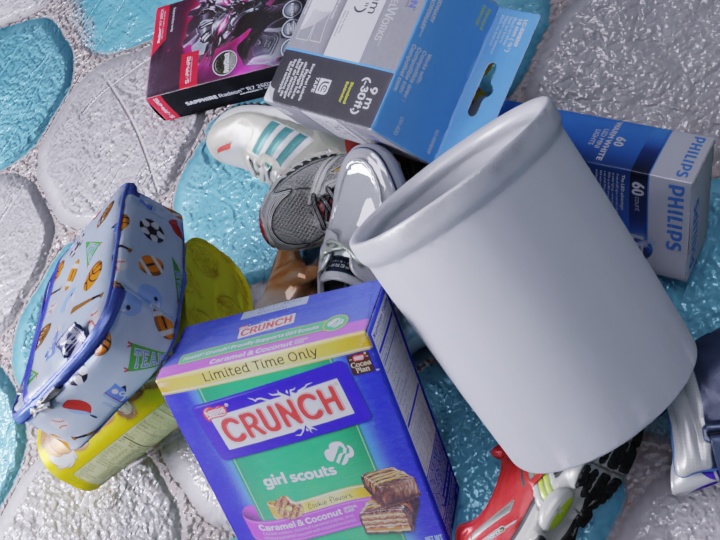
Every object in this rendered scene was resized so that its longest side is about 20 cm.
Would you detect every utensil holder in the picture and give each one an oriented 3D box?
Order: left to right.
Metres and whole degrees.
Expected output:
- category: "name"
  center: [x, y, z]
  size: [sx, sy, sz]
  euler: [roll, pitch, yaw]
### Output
- category: "utensil holder"
  center: [0.114, 0.013, 0.662]
  size: [0.169, 0.170, 0.201]
  euler: [-35, 99, 5]

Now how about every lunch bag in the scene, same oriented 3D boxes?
- category: "lunch bag"
  center: [-0.212, 0.038, 0.768]
  size: [0.160, 0.075, 0.202]
  euler: [-40, 32, 27]

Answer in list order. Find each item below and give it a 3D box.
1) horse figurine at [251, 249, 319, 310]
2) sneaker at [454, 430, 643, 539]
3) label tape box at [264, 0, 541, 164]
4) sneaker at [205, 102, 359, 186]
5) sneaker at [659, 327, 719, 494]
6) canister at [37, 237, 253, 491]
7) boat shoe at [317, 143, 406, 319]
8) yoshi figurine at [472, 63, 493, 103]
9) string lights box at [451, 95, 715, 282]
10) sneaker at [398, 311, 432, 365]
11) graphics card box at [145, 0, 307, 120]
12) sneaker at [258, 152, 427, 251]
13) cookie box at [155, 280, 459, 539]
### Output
- category: "horse figurine"
  center: [-0.066, 0.053, 0.858]
  size: [0.131, 0.050, 0.203]
  euler: [21, 81, 41]
- category: "sneaker"
  center: [0.141, 0.145, 0.715]
  size: [0.201, 0.077, 0.085]
  euler: [-50, 48, -8]
- category: "label tape box"
  center: [0.029, -0.177, 0.788]
  size: [0.198, 0.063, 0.146]
  euler: [22, 87, 40]
- category: "sneaker"
  center: [-0.074, -0.103, 0.925]
  size: [0.196, 0.071, 0.095]
  euler: [5, 63, 22]
- category: "sneaker"
  center: [0.291, 0.131, 0.656]
  size: [0.146, 0.080, 0.201]
  euler: [-40, 60, 11]
- category: "canister"
  center: [-0.192, 0.086, 0.846]
  size: [0.199, 0.086, 0.150]
  euler: [-38, 37, 20]
- category: "boat shoe"
  center: [0.000, 0.000, 0.759]
  size: [0.072, 0.066, 0.204]
  euler: [-1, 93, 34]
- category: "yoshi figurine"
  center: [0.028, -0.213, 0.913]
  size: [0.113, 0.112, 0.200]
  euler: [-51, 54, 2]
- category: "string lights box"
  center: [0.177, -0.069, 0.773]
  size: [0.197, 0.104, 0.059]
  euler: [17, 51, 29]
- category: "sneaker"
  center: [0.101, 0.036, 0.788]
  size: [0.197, 0.074, 0.083]
  euler: [-23, 73, 24]
- category: "graphics card box"
  center: [-0.135, -0.245, 1.032]
  size: [0.196, 0.051, 0.128]
  euler: [-8, 63, 19]
- category: "sneaker"
  center: [0.003, -0.074, 0.832]
  size: [0.197, 0.079, 0.082]
  euler: [-24, 13, -8]
- category: "cookie box"
  center: [-0.034, 0.126, 0.722]
  size: [0.168, 0.203, 0.076]
  euler: [-14, 25, 17]
